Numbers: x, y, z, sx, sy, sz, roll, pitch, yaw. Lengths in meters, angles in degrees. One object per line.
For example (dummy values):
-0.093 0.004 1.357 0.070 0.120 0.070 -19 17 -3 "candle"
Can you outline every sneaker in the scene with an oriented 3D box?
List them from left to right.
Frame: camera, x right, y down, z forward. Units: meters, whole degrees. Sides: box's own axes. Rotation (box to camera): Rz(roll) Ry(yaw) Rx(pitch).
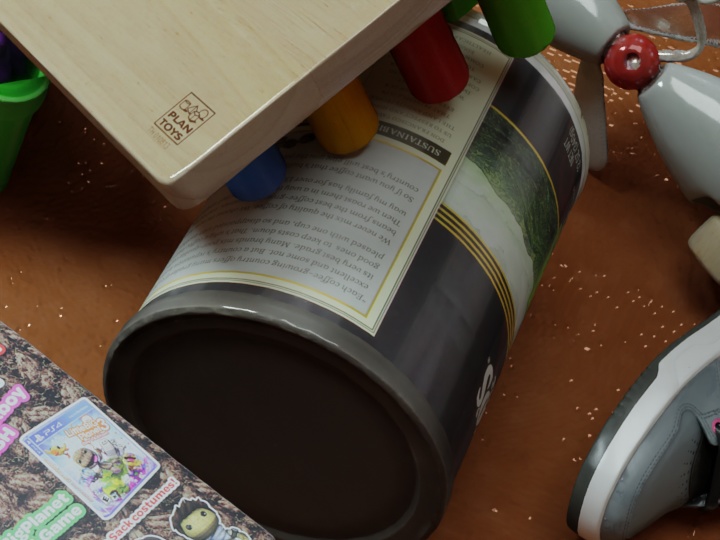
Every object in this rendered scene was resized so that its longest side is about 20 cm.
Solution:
0.189 0.079 0.851 0.121 0.084 0.200 33 50 28 "sneaker"

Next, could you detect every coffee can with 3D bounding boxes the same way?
0.000 0.000 0.831 0.146 0.146 0.200 22 50 7 "coffee can"

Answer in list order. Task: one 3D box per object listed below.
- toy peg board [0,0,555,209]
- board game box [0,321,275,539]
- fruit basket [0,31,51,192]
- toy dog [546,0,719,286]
-0.032 -0.116 0.804 0.199 0.098 0.200 -40 48 -8 "toy peg board"
-0.142 0.108 0.704 0.200 0.160 0.097 36 53 19 "board game box"
-0.198 -0.166 0.895 0.155 0.216 0.216 10 49 -2 "fruit basket"
0.165 -0.079 0.961 0.132 0.096 0.200 -26 87 14 "toy dog"
